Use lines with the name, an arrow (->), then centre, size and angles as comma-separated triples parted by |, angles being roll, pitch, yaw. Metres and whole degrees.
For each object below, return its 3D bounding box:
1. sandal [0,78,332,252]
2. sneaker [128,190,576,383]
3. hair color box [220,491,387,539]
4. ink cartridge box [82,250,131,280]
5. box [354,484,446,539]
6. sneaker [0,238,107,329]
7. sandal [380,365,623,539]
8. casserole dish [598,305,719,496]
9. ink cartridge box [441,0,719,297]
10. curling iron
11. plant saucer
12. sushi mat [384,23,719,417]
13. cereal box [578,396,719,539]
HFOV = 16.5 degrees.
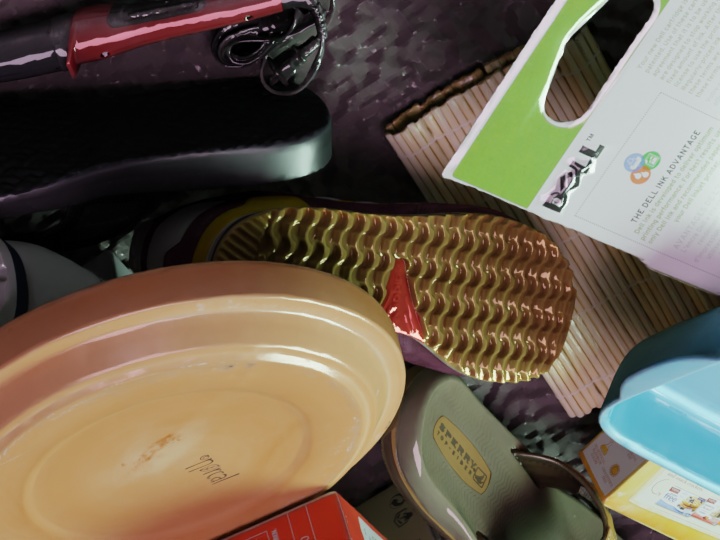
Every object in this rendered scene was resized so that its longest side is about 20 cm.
sandal -> -0.108, -0.034, 0.977 | 0.199, 0.075, 0.048 | -5, 122, -11
sneaker -> 0.000, 0.000, 1.039 | 0.199, 0.090, 0.076 | 11, 93, -38
hair color box -> -0.072, 0.175, 1.053 | 0.199, 0.064, 0.111 | -24, 150, 11
ink cartridge box -> -0.097, 0.099, 1.093 | 0.115, 0.067, 0.200 | -31, 129, 11
box -> -0.027, 0.194, 1.179 | 0.199, 0.078, 0.095 | -31, 129, 11
sneaker -> -0.180, 0.038, 0.992 | 0.199, 0.077, 0.080 | -15, 164, 39
sandal -> 0.083, 0.114, 1.138 | 0.054, 0.081, 0.200 | -11, 134, 38
casserole dish -> 0.192, 0.062, 1.064 | 0.199, 0.039, 0.121 | 27, 145, -32
ink cartridge box -> 0.140, -0.079, 0.997 | 0.199, 0.076, 0.148 | 21, 115, -29
curling iron -> -0.106, -0.082, 0.973 | 0.198, 0.026, 0.050 | -9, 125, -7
plant saucer -> -0.077, 0.066, 0.966 | 0.199, 0.033, 0.201 | -14, 150, -8
sushi mat -> 0.094, -0.017, 1.084 | 0.095, 0.012, 0.200 | -28, 129, 9
cereal box -> 0.217, 0.055, 1.147 | 0.143, 0.040, 0.200 | 28, 116, -39
